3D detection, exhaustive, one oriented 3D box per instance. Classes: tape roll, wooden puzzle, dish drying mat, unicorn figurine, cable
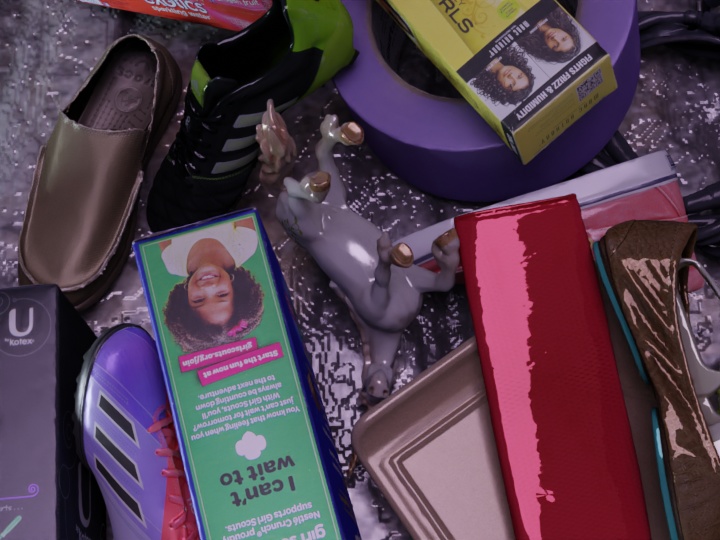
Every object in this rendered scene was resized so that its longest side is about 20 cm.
[{"bbox_3d":[0.078,-0.152,0.820,0.198,0.085,0.202,-4,71,12],"label":"tape roll"},{"bbox_3d":[0.119,0.123,0.732,0.184,0.037,0.201,-34,85,-10],"label":"wooden puzzle"},{"bbox_3d":[0.107,0.061,0.715,0.076,0.018,0.202,-10,82,-7],"label":"dish drying mat"},{"bbox_3d":[0.000,0.000,0.759,0.073,0.138,0.201,-19,72,-24],"label":"unicorn figurine"},{"bbox_3d":[0.212,-0.096,0.842,0.198,0.051,0.165,17,80,16],"label":"cable"}]

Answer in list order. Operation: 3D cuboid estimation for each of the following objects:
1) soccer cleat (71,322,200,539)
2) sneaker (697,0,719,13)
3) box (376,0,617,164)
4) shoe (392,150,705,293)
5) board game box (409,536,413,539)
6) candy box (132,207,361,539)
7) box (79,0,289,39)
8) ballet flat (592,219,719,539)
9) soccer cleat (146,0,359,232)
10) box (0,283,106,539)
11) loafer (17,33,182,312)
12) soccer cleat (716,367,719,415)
[{"bbox_3d":[-0.109,0.128,0.705,0.073,0.068,0.202,9,108,39],"label":"soccer cleat"},{"bbox_3d":[0.226,-0.254,0.879,0.201,0.077,0.147,17,69,6],"label":"sneaker"},{"bbox_3d":[0.060,-0.161,0.754,0.075,0.050,0.200,-38,66,2],"label":"box"},{"bbox_3d":[0.110,-0.001,0.793,0.198,0.071,0.092,-18,88,8],"label":"shoe"},{"bbox_3d":[0.118,0.230,0.734,0.198,0.029,0.136,8,72,3],"label":"board game box"},{"bbox_3d":[-0.055,0.092,0.712,0.076,0.169,0.202,-17,71,-2],"label":"candy box"},{"bbox_3d":[-0.122,-0.229,0.828,0.199,0.100,0.096,17,70,33],"label":"box"},{"bbox_3d":[0.185,0.064,0.693,0.072,0.068,0.202,-17,75,18],"label":"ballet flat"},{"bbox_3d":[-0.085,-0.097,0.788,0.200,0.081,0.068,-47,57,25],"label":"soccer cleat"},{"bbox_3d":[-0.207,0.123,0.728,0.105,0.122,0.202,-5,71,0],"label":"box"},{"bbox_3d":[-0.174,-0.070,0.825,0.075,0.068,0.202,13,71,6],"label":"loafer"},{"bbox_3d":[0.271,0.035,0.746,0.065,0.084,0.200,46,58,-9],"label":"soccer cleat"}]
